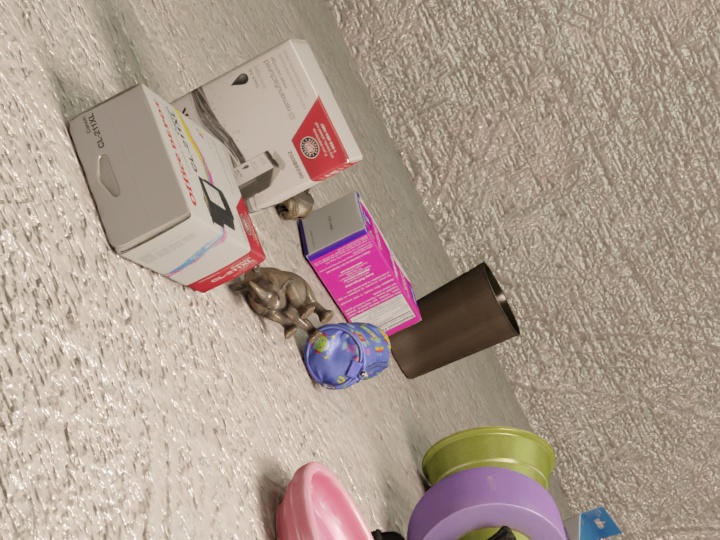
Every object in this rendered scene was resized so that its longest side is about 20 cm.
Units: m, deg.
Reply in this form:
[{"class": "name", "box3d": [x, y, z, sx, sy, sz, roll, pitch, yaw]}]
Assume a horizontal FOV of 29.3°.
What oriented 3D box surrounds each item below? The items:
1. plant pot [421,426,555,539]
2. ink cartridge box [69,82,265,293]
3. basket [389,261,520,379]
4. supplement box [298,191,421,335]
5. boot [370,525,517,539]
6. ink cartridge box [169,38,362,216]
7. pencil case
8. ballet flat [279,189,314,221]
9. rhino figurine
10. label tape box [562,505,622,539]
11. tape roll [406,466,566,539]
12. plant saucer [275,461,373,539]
[{"class": "plant pot", "box3d": [0.190, 0.359, 1.980, 0.200, 0.199, 0.191, 54, 27, -45]}, {"class": "ink cartridge box", "box3d": [-0.182, -0.074, 1.326, 0.146, 0.082, 0.200, 67, 10, 16]}, {"class": "basket", "box3d": [0.148, 0.090, 2.305, 0.137, 0.199, 0.180, 65, 9, 13]}, {"class": "supplement box", "box3d": [0.000, 0.000, 2.047, 0.200, 0.103, 0.101, 59, 10, -36]}, {"class": "boot", "box3d": [0.109, 0.341, 1.588, 0.211, 0.157, 0.080, 55, 13, -42]}, {"class": "ink cartridge box", "box3d": [-0.121, -0.138, 1.470, 0.147, 0.199, 0.083, 63, 13, -2]}, {"class": "pencil case", "box3d": [-0.013, 0.108, 1.764, 0.087, 0.078, 0.200, 36, 6, 10]}, {"class": "ballet flat", "box3d": [-0.100, -0.116, 1.998, 0.067, 0.047, 0.200, 27, 16, -17]}, {"class": "rhino figurine", "box3d": [-0.095, 0.031, 1.577, 0.087, 0.060, 0.200, 47, 6, 17]}, {"class": "label tape box", "box3d": [0.351, 0.490, 2.363, 0.143, 0.199, 0.066, 50, 19, -53]}, {"class": "tape roll", "box3d": [0.157, 0.350, 1.700, 0.201, 0.199, 0.085, 60, 10, -21]}, {"class": "plant saucer", "box3d": [-0.026, 0.286, 1.332, 0.201, 0.051, 0.201, 62, 10, -19]}]
